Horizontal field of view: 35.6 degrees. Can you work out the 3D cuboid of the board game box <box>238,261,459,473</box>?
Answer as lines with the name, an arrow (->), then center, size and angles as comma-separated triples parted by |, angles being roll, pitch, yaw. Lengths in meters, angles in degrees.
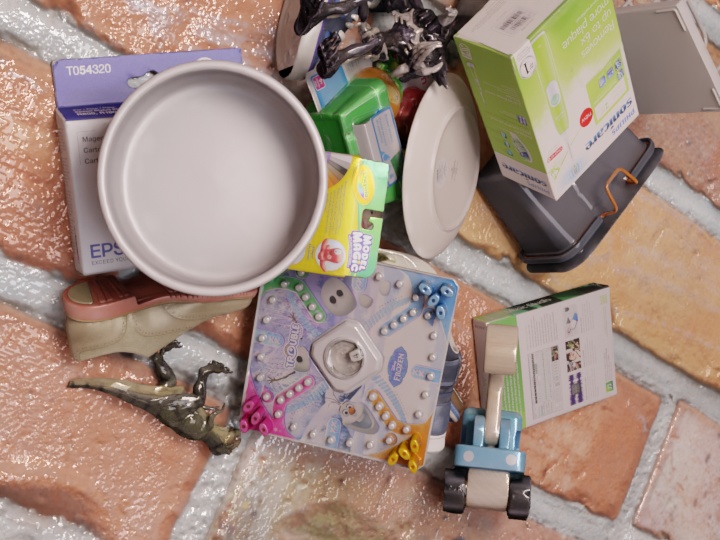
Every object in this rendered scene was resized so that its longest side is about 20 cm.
board game box -> -0.016, 0.088, 1.122 | 0.197, 0.026, 0.203 | 12, 103, 7

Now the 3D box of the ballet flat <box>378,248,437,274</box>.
ballet flat -> 0.000, 0.000, 1.170 | 0.197, 0.069, 0.070 | 14, 89, -17

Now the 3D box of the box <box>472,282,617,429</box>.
box -> 0.230, 0.107, 1.384 | 0.198, 0.036, 0.147 | -14, 104, -31

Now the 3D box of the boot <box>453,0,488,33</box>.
boot -> 0.204, -0.306, 1.266 | 0.197, 0.070, 0.134 | 14, 90, -15

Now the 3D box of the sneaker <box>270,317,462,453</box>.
sneaker -> 0.007, 0.094, 1.171 | 0.199, 0.077, 0.148 | 14, 107, 0

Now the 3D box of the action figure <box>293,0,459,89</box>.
action figure -> 0.040, -0.237, 1.097 | 0.198, 0.102, 0.120 | -13, 82, -37

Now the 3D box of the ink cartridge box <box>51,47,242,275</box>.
ink cartridge box -> -0.189, -0.109, 1.086 | 0.194, 0.043, 0.203 | -10, 103, -26

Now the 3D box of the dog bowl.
dog bowl -> -0.128, -0.080, 0.994 | 0.197, 0.079, 0.203 | 0, 92, -3

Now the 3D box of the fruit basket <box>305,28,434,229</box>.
fruit basket -> 0.038, -0.156, 1.193 | 0.199, 0.093, 0.187 | -31, 118, -32

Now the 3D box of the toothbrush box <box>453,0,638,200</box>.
toothbrush box -> 0.197, -0.200, 1.162 | 0.146, 0.086, 0.201 | -44, 137, -16

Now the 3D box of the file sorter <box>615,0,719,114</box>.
file sorter -> 0.354, -0.277, 1.312 | 0.125, 0.199, 0.139 | -46, 117, -20

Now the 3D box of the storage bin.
storage bin -> 0.238, -0.116, 1.306 | 0.134, 0.145, 0.201 | 44, 73, -17

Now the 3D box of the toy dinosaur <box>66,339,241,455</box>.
toy dinosaur -> -0.184, 0.120, 1.125 | 0.199, 0.047, 0.089 | 30, 87, -28

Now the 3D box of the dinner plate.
dinner plate -> 0.095, -0.112, 1.218 | 0.200, 0.024, 0.203 | -31, 125, -57

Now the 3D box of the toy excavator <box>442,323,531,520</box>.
toy excavator -> 0.148, 0.175, 1.273 | 0.098, 0.195, 0.203 | 3, 76, 7

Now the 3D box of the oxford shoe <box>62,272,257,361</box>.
oxford shoe -> -0.196, 0.042, 1.102 | 0.198, 0.071, 0.075 | -6, 118, -28

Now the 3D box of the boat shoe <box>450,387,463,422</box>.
boat shoe -> 0.065, 0.088, 1.257 | 0.073, 0.072, 0.201 | -50, 120, -22

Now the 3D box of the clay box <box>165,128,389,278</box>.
clay box -> -0.078, -0.061, 1.063 | 0.197, 0.048, 0.117 | 9, 92, -6

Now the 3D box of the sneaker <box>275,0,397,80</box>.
sneaker -> 0.002, -0.276, 1.163 | 0.145, 0.080, 0.203 | 16, 83, -28
